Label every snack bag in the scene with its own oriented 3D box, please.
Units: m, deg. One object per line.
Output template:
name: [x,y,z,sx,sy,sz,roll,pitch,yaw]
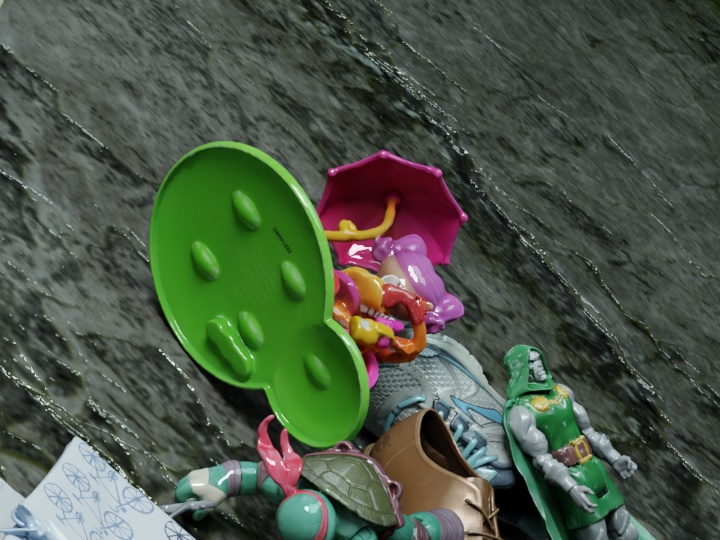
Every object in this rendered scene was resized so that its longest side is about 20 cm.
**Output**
snack bag: [-0.102,0.179,1.359,0.189,0.021,0.200,43,22,-2]

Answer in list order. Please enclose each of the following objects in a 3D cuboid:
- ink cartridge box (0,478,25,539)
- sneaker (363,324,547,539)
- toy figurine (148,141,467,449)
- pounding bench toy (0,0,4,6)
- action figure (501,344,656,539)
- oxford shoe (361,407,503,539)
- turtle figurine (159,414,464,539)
ink cartridge box: [-0.136,0.184,1.370,0.200,0.039,0.099,42,23,-5]
sneaker: [0.064,0.106,1.790,0.200,0.078,0.086,29,29,-29]
toy figurine: [0.000,0.000,1.720,0.184,0.150,0.200,-17,65,-46]
pounding bench toy: [-0.293,-0.191,1.666,0.156,0.124,0.200,37,23,-13]
action figure: [0.140,0.139,1.780,0.118,0.055,0.201,-29,92,-53]
oxford shoe: [0.058,0.165,1.682,0.071,0.071,0.200,19,33,-46]
turtle figurine: [-0.017,0.146,1.565,0.150,0.101,0.200,49,18,16]
